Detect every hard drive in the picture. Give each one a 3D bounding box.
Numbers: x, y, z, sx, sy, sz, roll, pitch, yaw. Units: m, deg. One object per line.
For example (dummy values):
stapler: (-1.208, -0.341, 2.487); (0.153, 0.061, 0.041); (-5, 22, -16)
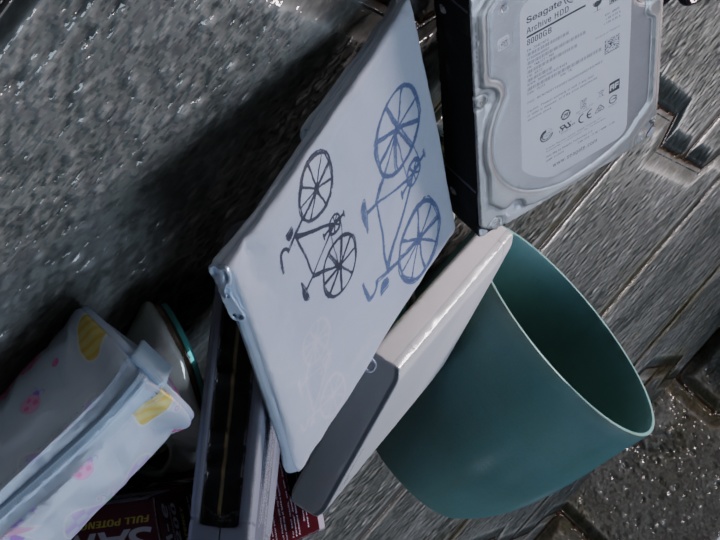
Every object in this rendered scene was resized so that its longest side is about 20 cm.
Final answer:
hard drive: (0.030, 0.060, 1.198); (0.200, 0.027, 0.132); (-45, 165, -55)
hard drive: (0.108, -0.125, 1.034); (0.139, 0.038, 0.201); (-30, 141, -20)

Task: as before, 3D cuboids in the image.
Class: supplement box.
supplement box: (-0.114, 0.154, 1.127); (0.108, 0.061, 0.200); (-11, 180, 24)

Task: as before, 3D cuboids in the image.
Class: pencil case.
pencil case: (-0.175, 0.109, 0.906); (0.200, 0.083, 0.091); (-45, 175, -12)

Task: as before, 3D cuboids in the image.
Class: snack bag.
snack bag: (-0.010, -0.013, 0.976); (0.200, 0.021, 0.189); (-58, 152, -29)

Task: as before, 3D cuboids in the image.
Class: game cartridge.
game cartridge: (-0.064, 0.084, 1.019); (0.133, 0.040, 0.201); (67, 28, -76)

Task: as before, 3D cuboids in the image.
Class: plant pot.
plant pot: (0.095, 0.090, 1.396); (0.161, 0.201, 0.200); (-40, 167, 18)

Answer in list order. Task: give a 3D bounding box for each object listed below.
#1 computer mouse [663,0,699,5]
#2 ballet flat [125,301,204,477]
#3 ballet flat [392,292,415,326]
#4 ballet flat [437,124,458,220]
computer mouse: (0.158, -0.182, 1.140); (0.200, 0.053, 0.139); (-41, 159, -27)
ballet flat: (-0.117, 0.079, 1.040); (0.069, 0.069, 0.200); (-43, 165, -14)
ballet flat: (-0.025, 0.063, 1.234); (0.067, 0.064, 0.200); (19, 122, -24)
ballet flat: (0.000, 0.000, 1.123); (0.200, 0.074, 0.074); (-53, 164, 7)
